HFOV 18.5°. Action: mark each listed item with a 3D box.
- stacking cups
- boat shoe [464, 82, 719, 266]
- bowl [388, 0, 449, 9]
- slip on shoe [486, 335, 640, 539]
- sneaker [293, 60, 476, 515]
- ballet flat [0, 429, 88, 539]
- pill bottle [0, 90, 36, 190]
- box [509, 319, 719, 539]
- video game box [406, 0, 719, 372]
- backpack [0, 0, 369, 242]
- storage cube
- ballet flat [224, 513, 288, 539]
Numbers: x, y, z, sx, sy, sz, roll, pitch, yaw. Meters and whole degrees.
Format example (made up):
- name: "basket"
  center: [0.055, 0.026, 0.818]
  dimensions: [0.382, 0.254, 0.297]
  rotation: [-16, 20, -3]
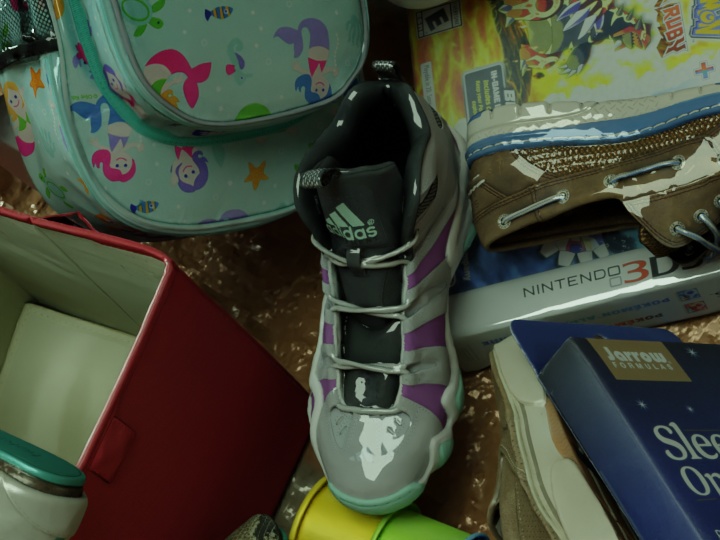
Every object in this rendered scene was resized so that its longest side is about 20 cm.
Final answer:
- name: "stacking cups"
  center: [0.065, 0.148, 1.016]
  dimensions: [0.200, 0.061, 0.061]
  rotation: [15, 72, 25]
- name: "boat shoe"
  center: [0.146, -0.040, 1.017]
  dimensions: [0.199, 0.072, 0.073]
  rotation: [-5, 75, 24]
- name: "bowl"
  center: [0.056, -0.235, 1.157]
  dimensions: [0.200, 0.075, 0.200]
  rotation: [-31, 61, -2]
- name: "slip on shoe"
  center: [0.083, 0.099, 0.990]
  dimensions: [0.061, 0.076, 0.200]
  rotation: [-38, 33, 12]
- name: "sneaker"
  center: [0.000, 0.000, 1.010]
  dimensions: [0.077, 0.140, 0.201]
  rotation: [-2, 65, 18]
- name: "ballet flat"
  center: [-0.202, 0.076, 0.953]
  dimensions: [0.200, 0.069, 0.070]
  rotation: [28, 79, 31]
- name: "pill bottle"
  center: [-0.117, -0.131, 1.191]
  dimensions: [0.119, 0.120, 0.200]
  rotation: [23, 77, 31]
- name: "box"
  center: [0.156, 0.088, 0.967]
  dimensions: [0.032, 0.121, 0.200]
  rotation: [-55, 50, 30]
- name: "video game box"
  center: [0.120, -0.064, 1.100]
  dimensions: [0.182, 0.047, 0.201]
  rotation: [-13, 61, 15]
- name: "backpack"
  center: [-0.084, -0.114, 1.064]
  dimensions: [0.150, 0.177, 0.201]
  rotation: [4, 103, 60]
- name: "storage cube"
  center: [-0.151, 0.086, 1.065]
  dimensions: [0.171, 0.180, 0.200]
  rotation: [15, 72, 29]
- name: "ballet flat"
  center: [-0.079, 0.208, 1.008]
  dimensions: [0.068, 0.075, 0.201]
  rotation: [-6, 75, 64]
